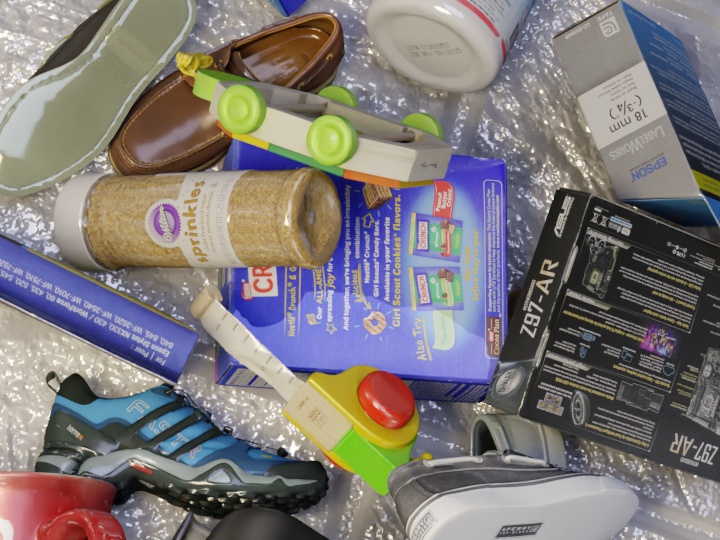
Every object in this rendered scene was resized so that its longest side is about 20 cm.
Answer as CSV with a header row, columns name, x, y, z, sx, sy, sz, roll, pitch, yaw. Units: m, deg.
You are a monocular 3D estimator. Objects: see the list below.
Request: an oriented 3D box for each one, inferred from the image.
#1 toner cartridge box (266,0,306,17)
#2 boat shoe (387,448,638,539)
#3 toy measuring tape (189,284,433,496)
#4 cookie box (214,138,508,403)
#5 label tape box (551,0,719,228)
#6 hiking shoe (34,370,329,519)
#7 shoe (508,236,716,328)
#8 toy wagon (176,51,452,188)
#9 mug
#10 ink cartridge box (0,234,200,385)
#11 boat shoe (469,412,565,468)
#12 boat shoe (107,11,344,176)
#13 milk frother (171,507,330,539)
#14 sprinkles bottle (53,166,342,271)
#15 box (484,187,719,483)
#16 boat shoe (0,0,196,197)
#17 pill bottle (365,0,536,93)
name,x,y,z,sx,sy,sz,roll,pitch,yaw
toner cartridge box,-0.009,-0.287,1.487,0.200,0.095,0.043,-44,59,-6
boat shoe,0.100,0.149,1.332,0.199,0.072,0.068,0,42,-39
toy measuring tape,-0.024,0.074,1.349,0.200,0.074,0.074,42,67,1
cookie box,0.000,0.000,1.435,0.199,0.075,0.172,5,72,-12
label tape box,0.225,-0.084,1.477,0.063,0.144,0.201,-28,71,22
hiking shoe,-0.117,0.116,1.363,0.199,0.074,0.087,8,68,-8
shoe,0.183,0.022,1.492,0.199,0.054,0.070,-19,40,-25
toy wagon,-0.038,-0.103,1.367,0.199,0.155,0.040,20,102,23
mug,-0.218,0.230,1.255,0.133,0.178,0.201,3,75,-13
ink cartridge box,-0.199,0.015,1.313,0.197,0.200,0.047,27,83,-5
boat shoe,0.102,0.194,1.397,0.071,0.070,0.202,11,63,-24
boat shoe,-0.096,-0.131,1.459,0.200,0.068,0.072,-33,82,-22
milk frother,-0.038,0.213,1.338,0.188,0.181,0.200,31,24,-3
sprinkles bottle,-0.111,-0.034,1.362,0.199,0.068,0.069,-1,65,31
box,0.200,0.049,1.423,0.199,0.043,0.161,19,89,-30
boat shoe,-0.197,-0.128,1.438,0.201,0.061,0.072,-47,107,-15
pill bottle,0.091,-0.240,1.520,0.108,0.109,0.201,30,64,-3
